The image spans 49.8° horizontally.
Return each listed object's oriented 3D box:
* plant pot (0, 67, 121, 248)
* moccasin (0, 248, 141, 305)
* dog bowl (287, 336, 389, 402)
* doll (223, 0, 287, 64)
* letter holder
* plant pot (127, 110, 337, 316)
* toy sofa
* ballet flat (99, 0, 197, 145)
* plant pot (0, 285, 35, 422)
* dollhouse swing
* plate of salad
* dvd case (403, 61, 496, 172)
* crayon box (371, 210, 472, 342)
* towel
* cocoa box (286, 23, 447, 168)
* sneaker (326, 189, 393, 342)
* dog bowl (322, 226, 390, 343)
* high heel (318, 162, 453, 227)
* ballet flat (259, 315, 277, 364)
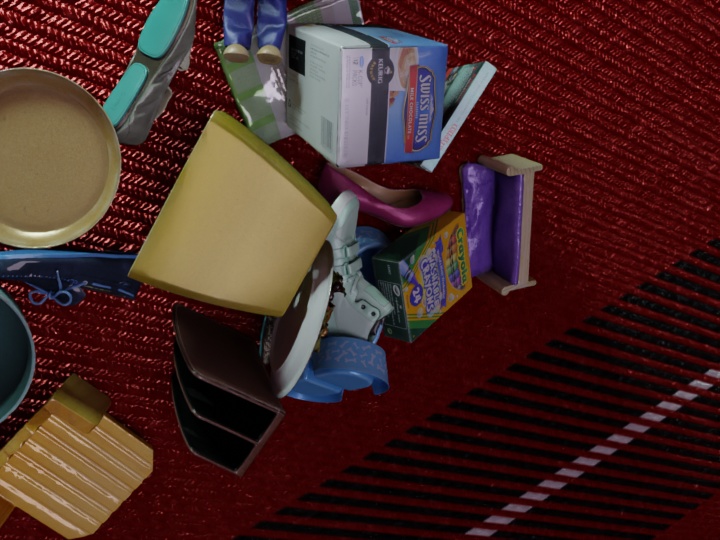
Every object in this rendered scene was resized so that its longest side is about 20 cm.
[{"bbox_3d":[-0.374,-0.126,0.886,0.198,0.027,0.202,-1,97,-9],"label":"plant pot"},{"bbox_3d":[-0.340,0.010,0.921,0.199,0.080,0.069,2,95,-46],"label":"moccasin"},{"bbox_3d":[-0.042,0.137,1.068,0.111,0.199,0.050,26,61,-33],"label":"dog bowl"},{"bbox_3d":[-0.115,-0.349,0.914,0.135,0.048,0.202,3,90,0],"label":"doll"},{"bbox_3d":[-0.200,0.144,0.998,0.142,0.200,0.101,32,98,-28],"label":"letter holder"},{"bbox_3d":[-0.138,-0.057,0.923,0.175,0.200,0.201,29,97,-11],"label":"plant pot"},{"bbox_3d":[0.209,-0.070,1.174,0.097,0.083,0.202,-11,114,-22],"label":"toy sofa"},{"bbox_3d":[-0.240,-0.241,0.922,0.201,0.067,0.064,-58,148,6],"label":"ballet flat"},{"bbox_3d":[-0.480,0.076,0.883,0.198,0.134,0.202,-9,113,-22],"label":"plant pot"},{"bbox_3d":[-0.381,0.272,0.994,0.200,0.182,0.176,-45,101,-3],"label":"dollhouse swing"},{"bbox_3d":[-0.065,0.061,0.957,0.048,0.200,0.202,19,101,-17],"label":"plate of salad"},{"bbox_3d":[0.100,-0.199,1.007,0.022,0.200,0.147,32,94,-12],"label":"dvd case"},{"bbox_3d":[0.102,-0.003,1.116,0.200,0.051,0.127,-37,127,-42],"label":"crayon box"},{"bbox_3d":[-0.072,-0.259,1.001,0.199,0.031,0.150,-27,118,-13],"label":"towel"},{"bbox_3d":[0.001,-0.215,0.922,0.130,0.200,0.135,-7,115,-21],"label":"cocoa box"},{"bbox_3d":[0.000,0.000,1.023,0.074,0.117,0.202,-36,142,-62],"label":"sneaker"},{"bbox_3d":[-0.007,0.039,1.127,0.111,0.050,0.202,13,103,-28],"label":"dog bowl"},{"bbox_3d":[0.040,-0.112,1.085,0.198,0.068,0.097,-10,124,-17],"label":"high heel"},{"bbox_3d":[-0.104,0.042,1.075,0.074,0.068,0.202,6,108,10],"label":"ballet flat"}]
